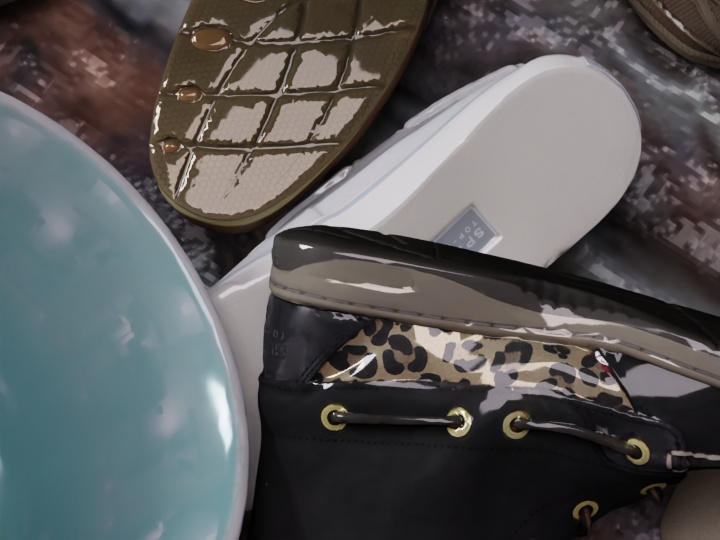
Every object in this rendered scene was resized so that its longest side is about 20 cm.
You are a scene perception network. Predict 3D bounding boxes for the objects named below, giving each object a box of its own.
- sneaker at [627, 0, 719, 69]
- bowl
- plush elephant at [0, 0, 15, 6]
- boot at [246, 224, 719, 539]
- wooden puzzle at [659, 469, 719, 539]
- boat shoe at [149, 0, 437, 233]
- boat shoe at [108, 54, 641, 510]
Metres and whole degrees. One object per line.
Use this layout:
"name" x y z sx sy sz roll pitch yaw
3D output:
"sneaker" 0.145 -0.092 0.851 0.070 0.076 0.200 -44 53 -8
"bowl" -0.142 0.050 0.778 0.200 0.105 0.202 18 55 -27
"plush elephant" -0.169 -0.126 0.883 0.199 0.165 0.155 -22 34 22
"boot" 0.054 0.079 0.802 0.198 0.073 0.152 15 97 0
"wooden puzzle" 0.216 0.045 0.829 0.199 0.037 0.186 24 75 17
"boat shoe" -0.005 -0.094 0.899 0.072 0.068 0.201 23 71 11
"boat shoe" 0.000 0.000 0.862 0.200 0.069 0.072 -45 103 0
